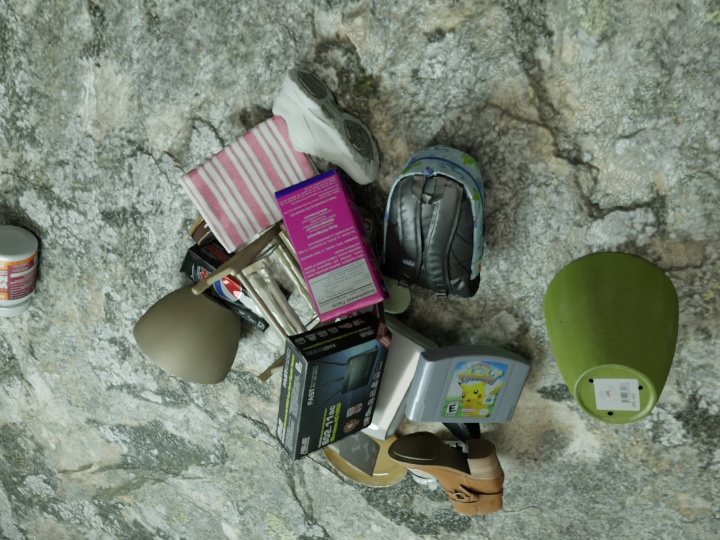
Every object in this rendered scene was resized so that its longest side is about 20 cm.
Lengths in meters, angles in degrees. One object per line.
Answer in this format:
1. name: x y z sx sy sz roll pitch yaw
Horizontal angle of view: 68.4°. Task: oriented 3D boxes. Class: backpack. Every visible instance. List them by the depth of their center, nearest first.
1. backpack: 0.108 -0.077 0.765 0.162 0.154 0.201 14 147 22

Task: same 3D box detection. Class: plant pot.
1. plant pot: 0.342 0.103 0.722 0.186 0.200 0.188 10 121 17
2. plant pot: -0.310 0.103 1.022 0.200 0.200 0.135 36 98 0
3. plant pot: 0.009 0.377 1.124 0.199 0.028 0.201 11 122 18

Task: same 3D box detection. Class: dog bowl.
1. dog bowl: -0.050 0.313 1.007 0.199 0.059 0.200 29 161 11

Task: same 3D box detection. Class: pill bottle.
1. pill bottle: -0.799 0.006 1.204 0.109 0.110 0.201 31 125 4

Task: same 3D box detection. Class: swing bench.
1. swing bench: -0.128 0.041 0.880 0.129 0.200 0.200 -21 109 40

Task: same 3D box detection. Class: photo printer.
1. photo printer: 0.023 0.178 0.921 0.166 0.069 0.201 31 104 26

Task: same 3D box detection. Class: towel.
1. towel: -0.172 -0.139 0.852 0.199 0.030 0.147 -32 105 1

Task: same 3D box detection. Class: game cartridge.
1. game cartridge: 0.180 0.187 0.869 0.198 0.040 0.134 5 108 -18

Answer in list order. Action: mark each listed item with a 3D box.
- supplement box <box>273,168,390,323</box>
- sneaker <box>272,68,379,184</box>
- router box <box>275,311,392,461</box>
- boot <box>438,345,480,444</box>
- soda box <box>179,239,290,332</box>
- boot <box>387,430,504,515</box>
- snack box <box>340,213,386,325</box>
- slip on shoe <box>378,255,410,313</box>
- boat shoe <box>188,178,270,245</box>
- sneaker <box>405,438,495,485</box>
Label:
1. supplement box: -0.039 -0.033 0.791 0.103 0.101 0.201 -20 87 8
2. sneaker: -0.054 -0.202 0.803 0.200 0.078 0.099 51 131 1
3. router box: -0.042 0.172 0.792 0.062 0.149 0.201 40 132 41
4. boot: 0.109 0.245 0.974 0.167 0.076 0.201 -24 99 28
5. soda box: -0.236 0.024 1.000 0.199 0.071 0.063 35 124 1
6. boot: 0.155 0.369 0.944 0.199 0.074 0.156 -2 122 24
7. snack box: -0.003 0.013 0.852 0.071 0.024 0.202 -6 88 1
8. slip on shoe: 0.000 0.000 0.895 0.199 0.061 0.074 35 87 2
9. boat shoe: -0.228 -0.097 0.927 0.200 0.070 0.070 -38 93 34
10. sneaker: 0.163 0.361 1.011 0.199 0.074 0.080 -27 124 31
